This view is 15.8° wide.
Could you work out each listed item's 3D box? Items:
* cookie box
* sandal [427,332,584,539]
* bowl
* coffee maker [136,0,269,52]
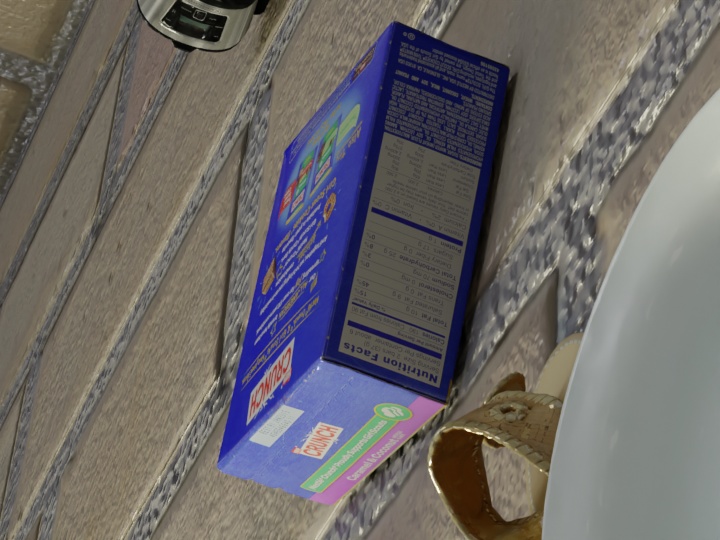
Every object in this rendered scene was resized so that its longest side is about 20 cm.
[{"bbox_3d":[0.000,0.000,1.361,0.171,0.075,0.200,134,152,-59],"label":"cookie box"},{"bbox_3d":[0.062,0.082,1.029,0.212,0.070,0.078,-93,26,-56],"label":"sandal"},{"bbox_3d":[0.135,0.041,0.763,0.201,0.090,0.201,-162,90,-76],"label":"bowl"},{"bbox_3d":[-0.084,-0.290,2.010,0.192,0.135,0.200,-52,3,-33],"label":"coffee maker"}]
